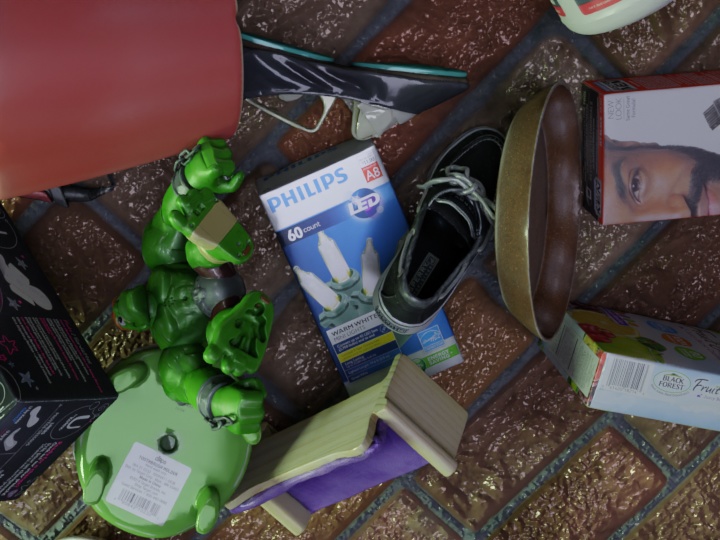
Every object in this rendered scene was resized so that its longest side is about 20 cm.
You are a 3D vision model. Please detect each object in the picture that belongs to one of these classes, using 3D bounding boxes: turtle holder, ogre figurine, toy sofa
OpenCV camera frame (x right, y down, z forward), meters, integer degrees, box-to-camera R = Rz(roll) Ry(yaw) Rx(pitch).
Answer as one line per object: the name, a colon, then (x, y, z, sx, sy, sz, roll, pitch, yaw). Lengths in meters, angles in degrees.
turtle holder: (-0.160, 0.113, 0.963, 0.140, 0.132, 0.187, -2, 92, -16)
ogre figurine: (-0.116, 0.021, 0.861, 0.098, 0.120, 0.201, -25, 89, -37)
toy sofa: (-0.015, 0.156, 0.969, 0.083, 0.098, 0.200, 43, 133, -18)

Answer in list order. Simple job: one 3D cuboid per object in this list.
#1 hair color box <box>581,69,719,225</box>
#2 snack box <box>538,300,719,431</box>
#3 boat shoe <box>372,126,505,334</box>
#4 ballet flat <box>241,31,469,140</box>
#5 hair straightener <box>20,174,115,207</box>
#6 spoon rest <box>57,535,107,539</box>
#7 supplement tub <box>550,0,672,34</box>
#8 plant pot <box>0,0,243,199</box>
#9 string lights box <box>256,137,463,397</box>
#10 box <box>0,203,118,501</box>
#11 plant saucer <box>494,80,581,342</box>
hair color box: (0.287, -0.105, 0.990, 0.199, 0.064, 0.112, -6, 109, -4)
snack box: (0.266, 0.083, 1.006, 0.199, 0.142, 0.053, 12, 105, -10)
boat shoe: (0.073, -0.044, 0.927, 0.073, 0.068, 0.200, 36, 61, 1)
ballet flat: (-0.017, -0.139, 0.936, 0.199, 0.073, 0.074, 9, 107, -4)
hair straightener: (-0.288, -0.094, 0.929, 0.199, 0.041, 0.077, 11, 107, -11)
spoon rest: (-0.208, 0.310, 1.056, 0.099, 0.061, 0.200, -32, 111, 18)
supplement tub: (0.165, -0.289, 0.873, 0.140, 0.140, 0.200, -35, 109, 4)
plant pot: (-0.184, -0.156, 0.853, 0.176, 0.200, 0.202, -7, 109, -17)
string lights box: (0.000, 0.000, 0.988, 0.102, 0.059, 0.201, -24, 109, 1)
box: (-0.296, 0.057, 0.883, 0.132, 0.115, 0.200, -44, 68, 18)
plant saucer: (0.139, -0.046, 0.935, 0.034, 0.200, 0.202, 3, 110, 21)
